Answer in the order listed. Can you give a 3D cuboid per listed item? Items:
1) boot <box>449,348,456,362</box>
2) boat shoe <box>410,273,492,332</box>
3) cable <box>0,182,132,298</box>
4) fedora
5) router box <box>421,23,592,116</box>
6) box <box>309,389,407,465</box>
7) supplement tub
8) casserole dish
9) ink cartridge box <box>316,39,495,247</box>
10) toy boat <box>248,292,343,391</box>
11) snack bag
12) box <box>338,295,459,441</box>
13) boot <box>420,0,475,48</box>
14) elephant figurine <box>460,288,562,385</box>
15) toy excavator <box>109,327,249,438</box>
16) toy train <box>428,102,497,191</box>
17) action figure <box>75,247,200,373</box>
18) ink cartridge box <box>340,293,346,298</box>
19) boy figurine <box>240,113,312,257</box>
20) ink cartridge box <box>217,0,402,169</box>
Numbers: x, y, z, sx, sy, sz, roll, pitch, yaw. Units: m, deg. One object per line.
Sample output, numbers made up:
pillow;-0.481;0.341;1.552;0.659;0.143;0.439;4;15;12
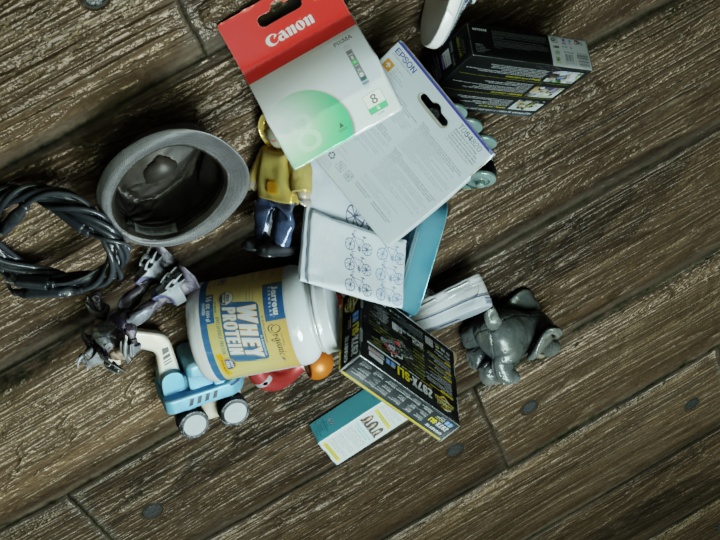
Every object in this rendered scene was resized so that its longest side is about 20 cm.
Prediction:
boot;0.037;0.146;1.704;0.199;0.073;0.166;6;168;-27
boat shoe;0.115;0.062;1.729;0.199;0.066;0.074;-21;167;15
cable;-0.386;-0.040;1.356;0.198;0.051;0.164;-2;120;12
fedora;-0.245;-0.124;1.366;0.200;0.091;0.176;-41;132;20
router box;0.191;-0.269;1.456;0.199;0.051;0.149;1;161;-28
box;0.017;0.248;1.841;0.199;0.049;0.082;-33;135;0
supplement tub;-0.134;0.072;1.515;0.198;0.145;0.145;-11;134;7
casserole dish;0.081;-0.028;1.590;0.039;0.121;0.201;13;103;-11
ink cartridge box;0.049;-0.167;1.415;0.200;0.200;0.041;-39;179;24
toy boat;-0.083;0.115;1.622;0.199;0.131;0.131;-36;134;4
snack bag;-0.005;-0.059;1.501;0.188;0.202;0.021;17;159;-39
box;0.057;0.131;1.537;0.200;0.160;0.049;37;121;-25
boot;0.150;-0.375;1.380;0.090;0.073;0.201;7;122;-25
elephant figurine;0.280;0.104;1.829;0.199;0.155;0.142;-21;91;-25
toy excavator;-0.274;0.144;1.584;0.193;0.100;0.201;-16;119;-18
toy train;0.118;-0.171;1.508;0.113;0.086;0.200;-7;159;29
action figure;-0.319;0.058;1.463;0.200;0.130;0.069;-47;148;-8
ink cartridge box;0.000;0.000;1.601;0.200;0.037;0.095;58;46;-46
boy figurine;-0.108;-0.120;1.425;0.064;0.124;0.202;-10;116;-43
ink cartridge box;-0.062;-0.251;1.329;0.160;0.050;0.201;-29;111;1
